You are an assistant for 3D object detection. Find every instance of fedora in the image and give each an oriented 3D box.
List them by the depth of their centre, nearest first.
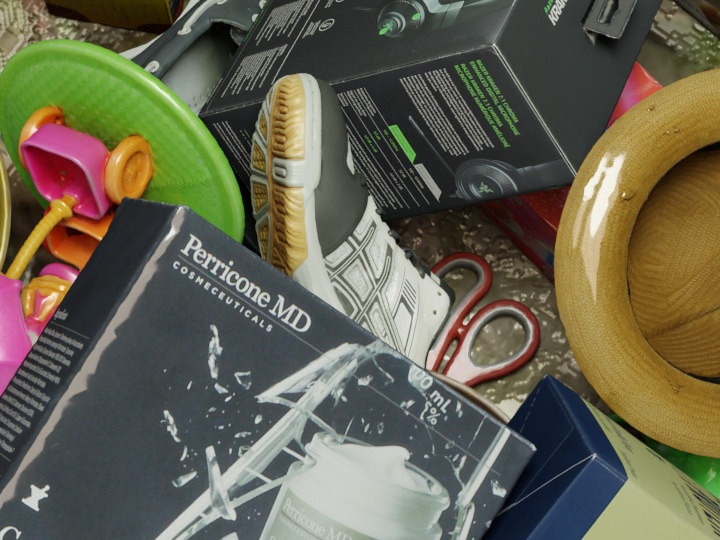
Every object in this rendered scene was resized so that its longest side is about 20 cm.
[{"bbox_3d":[0.174,-0.004,1.284,0.199,0.082,0.202,0,91,-21],"label":"fedora"}]

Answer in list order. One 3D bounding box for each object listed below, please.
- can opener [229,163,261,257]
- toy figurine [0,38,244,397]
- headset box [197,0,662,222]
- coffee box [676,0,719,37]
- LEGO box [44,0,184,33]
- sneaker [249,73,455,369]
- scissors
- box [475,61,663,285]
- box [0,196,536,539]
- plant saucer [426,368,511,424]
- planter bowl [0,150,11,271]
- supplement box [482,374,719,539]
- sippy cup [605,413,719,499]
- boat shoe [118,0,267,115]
[{"bbox_3d":[-0.046,0.005,1.382,0.200,0.064,0.078,39,49,22],"label":"can opener"},{"bbox_3d":[-0.163,0.021,1.281,0.150,0.201,0.184,20,50,26],"label":"toy figurine"},{"bbox_3d":[0.047,-0.119,1.331,0.199,0.093,0.175,-12,37,36],"label":"headset box"},{"bbox_3d":[0.247,-0.147,1.411,0.200,0.114,0.080,41,80,7],"label":"coffee box"},{"bbox_3d":[-0.125,-0.228,1.382,0.077,0.200,0.150,10,78,2],"label":"LEGO box"},{"bbox_3d":[0.000,0.000,1.280,0.087,0.076,0.201,-10,103,-13],"label":"sneaker"},{"bbox_3d":[0.021,0.082,1.411,0.073,0.014,0.200,35,80,4],"label":"scissors"},{"bbox_3d":[0.152,-0.022,1.391,0.100,0.096,0.200,-43,81,-9],"label":"box"},{"bbox_3d":[-0.065,0.103,1.170,0.200,0.124,0.197,34,82,-16],"label":"box"},{"bbox_3d":[0.005,0.147,1.314,0.199,0.037,0.202,1,78,-5],"label":"plant saucer"},{"bbox_3d":[-0.279,-0.020,1.393,0.199,0.083,0.202,0,78,-1],"label":"planter bowl"},{"bbox_3d":[0.113,0.196,1.210,0.199,0.134,0.200,36,98,-12],"label":"supplement box"},{"bbox_3d":[0.166,0.165,1.340,0.131,0.140,0.178,-51,44,0],"label":"sippy cup"},{"bbox_3d":[-0.073,-0.110,1.396,0.200,0.060,0.076,-44,125,-27],"label":"boat shoe"}]
